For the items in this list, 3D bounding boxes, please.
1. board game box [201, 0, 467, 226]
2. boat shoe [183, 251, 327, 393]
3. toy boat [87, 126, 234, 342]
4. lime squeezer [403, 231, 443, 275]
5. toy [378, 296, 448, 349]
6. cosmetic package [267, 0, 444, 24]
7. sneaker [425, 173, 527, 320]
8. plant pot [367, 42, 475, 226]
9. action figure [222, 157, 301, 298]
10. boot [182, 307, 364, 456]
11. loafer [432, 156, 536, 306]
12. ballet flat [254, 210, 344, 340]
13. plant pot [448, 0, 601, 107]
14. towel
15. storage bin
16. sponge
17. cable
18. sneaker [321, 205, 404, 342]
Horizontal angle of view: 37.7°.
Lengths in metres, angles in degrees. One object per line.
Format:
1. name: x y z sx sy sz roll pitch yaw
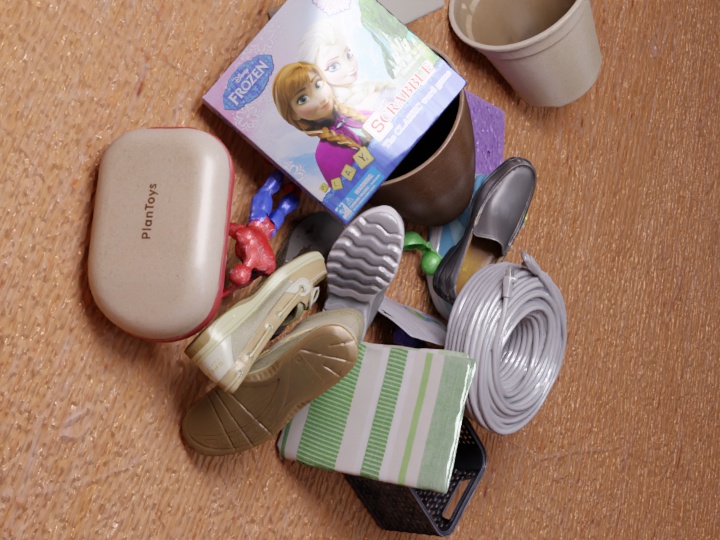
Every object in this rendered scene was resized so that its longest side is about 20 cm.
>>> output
1. board game box: -0.026 -0.186 1.103 0.199 0.041 0.200 40 86 -5
2. boat shoe: -0.089 0.047 1.041 0.063 0.073 0.201 48 39 1
3. toy boat: -0.178 -0.030 1.006 0.131 0.130 0.201 46 48 -73
4. lime squeezer: 0.077 -0.006 1.324 0.200 0.038 0.071 33 43 -29
5. toy: 0.082 0.086 1.302 0.200 0.115 0.047 17 106 -45
6. cosmetic package: -0.001 -0.305 1.232 0.200 0.103 0.073 -38 113 -45
7. sneaker: 0.155 -0.034 1.363 0.079 0.130 0.201 2 86 -49
8. plant pot: 0.062 -0.136 1.248 0.200 0.186 0.188 46 52 -56
9. action figure: -0.121 -0.041 1.105 0.065 0.099 0.200 54 27 -26
10. boot: -0.083 0.109 1.094 0.073 0.200 0.155 53 8 -4
11. loafer: 0.160 -0.042 1.281 0.073 0.072 0.201 23 99 -15
12. ballet flat: -0.075 0.007 1.165 0.067 0.046 0.200 41 48 -12
13. plant pot: 0.250 -0.333 1.478 0.184 0.200 0.201 46 53 -50
14. towel: 0.015 0.149 1.135 0.023 0.199 0.153 54 47 -57
15. storage bin: 0.052 0.203 1.248 0.135 0.093 0.200 -54 125 -38
16. sponge: 0.128 -0.190 1.425 0.200 0.030 0.112 16 74 -48
17. cable: 0.172 0.090 1.252 0.200 0.069 0.201 35 75 -50
18. sneaker: 0.000 0.000 1.179 0.074 0.200 0.082 25 39 2
